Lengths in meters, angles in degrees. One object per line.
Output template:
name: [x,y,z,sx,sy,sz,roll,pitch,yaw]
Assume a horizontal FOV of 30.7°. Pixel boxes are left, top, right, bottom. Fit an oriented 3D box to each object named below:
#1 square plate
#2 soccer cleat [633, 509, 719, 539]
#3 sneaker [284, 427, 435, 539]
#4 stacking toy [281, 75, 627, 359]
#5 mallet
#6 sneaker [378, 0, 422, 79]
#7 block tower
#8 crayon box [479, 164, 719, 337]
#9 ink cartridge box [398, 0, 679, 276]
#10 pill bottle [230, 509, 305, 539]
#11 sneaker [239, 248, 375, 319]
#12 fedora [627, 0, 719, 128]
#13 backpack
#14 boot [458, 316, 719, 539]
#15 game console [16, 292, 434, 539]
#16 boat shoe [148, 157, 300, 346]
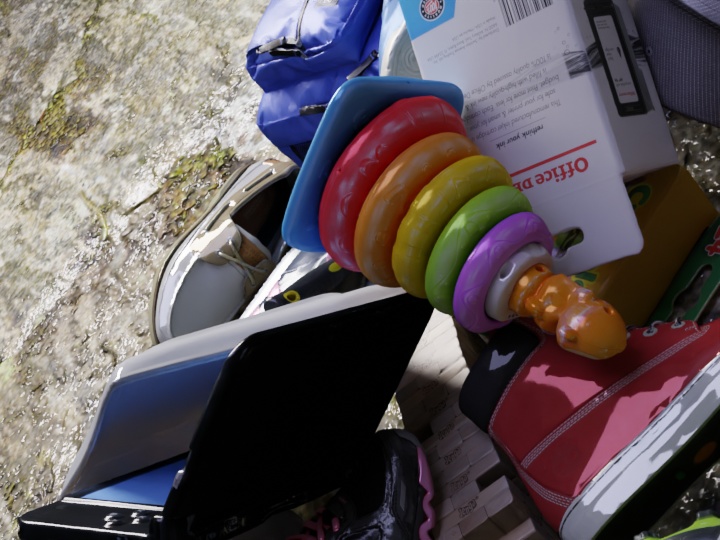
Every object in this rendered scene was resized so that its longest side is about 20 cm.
square plate: [-0.084,0.073,0.809,0.029,0.196,0.200,63,149,18]
soccer cleat: [0.183,0.147,0.585,0.199,0.067,0.082,-28,50,27]
sneaker: [-0.029,0.175,0.721,0.202,0.095,0.079,-66,17,-1]
stacking toy: [0.063,-0.012,0.698,0.200,0.115,0.111,39,118,31]
mallet: [0.000,0.000,0.879,0.041,0.066,0.200,-53,-2,32]
sneaker: [0.045,-0.184,0.887,0.111,0.076,0.203,-140,54,-75]
block tower: [0.062,0.099,0.780,0.058,0.054,0.201,-37,34,14]
crayon box: [0.133,-0.011,0.819,0.128,0.051,0.199,-55,34,-13]
ink cartridge box: [0.107,-0.098,0.767,0.115,0.203,0.067,-20,-4,44]
pill bottle: [-0.123,0.196,0.834,0.199,0.111,0.112,-4,51,46]
sneaker: [-0.052,0.057,0.939,0.082,0.070,0.201,-1,55,53]
fedora: [0.215,-0.142,0.797,0.091,0.175,0.201,-64,32,27]
backpack: [0.024,-0.156,0.998,0.198,0.168,0.164,-1,60,44]
boot: [0.148,0.036,0.692,0.200,0.072,0.145,-42,53,4]
game console: [-0.071,0.079,0.736,0.174,0.199,0.118,-2,95,33]
boat shoe: [-0.107,-0.014,1.076,0.068,0.075,0.202,-13,44,48]
